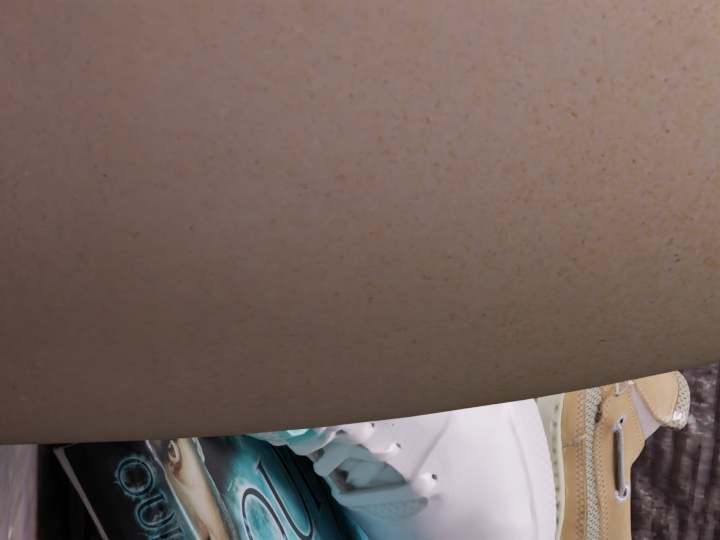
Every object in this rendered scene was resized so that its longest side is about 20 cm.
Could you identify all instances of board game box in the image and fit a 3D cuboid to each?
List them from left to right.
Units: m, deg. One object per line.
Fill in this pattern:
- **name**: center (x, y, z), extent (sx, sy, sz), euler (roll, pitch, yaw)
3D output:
- **board game box**: center (-0.028, 0.072, 0.782), extent (0.135, 0.028, 0.200), euler (62, 12, -11)

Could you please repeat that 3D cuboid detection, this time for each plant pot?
- **plant pot**: center (0.020, -0.045, 0.586), extent (0.187, 0.200, 0.188), euler (6, 90, -85)

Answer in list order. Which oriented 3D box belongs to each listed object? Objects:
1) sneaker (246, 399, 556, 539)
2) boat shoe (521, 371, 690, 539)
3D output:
- **sneaker**: center (-0.011, 0.028, 0.748), extent (0.200, 0.075, 0.089), euler (63, 33, -23)
- **boat shoe**: center (0.066, 0.038, 0.835), extent (0.072, 0.076, 0.200), euler (-119, -155, -47)
